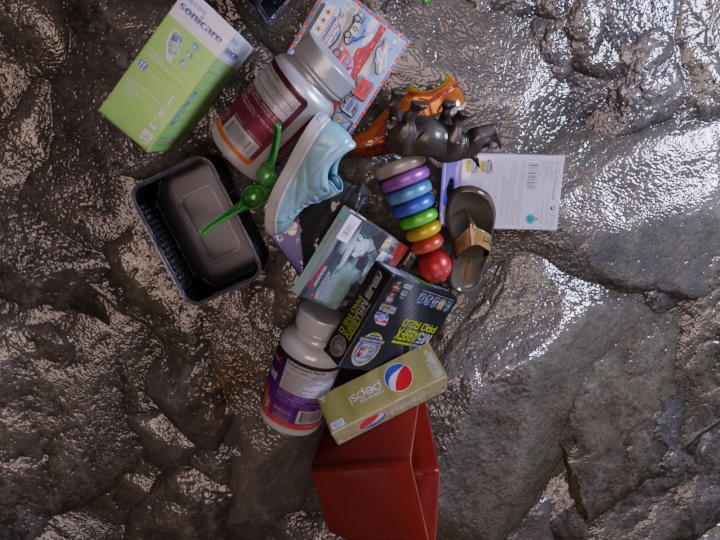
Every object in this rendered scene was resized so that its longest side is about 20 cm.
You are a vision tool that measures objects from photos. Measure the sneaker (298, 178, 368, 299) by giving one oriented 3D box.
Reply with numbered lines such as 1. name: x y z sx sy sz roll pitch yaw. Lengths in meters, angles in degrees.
1. sneaker: -0.060 -0.052 0.851 0.090 0.076 0.202 27 103 10

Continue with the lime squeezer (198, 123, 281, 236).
1. lime squeezer: -0.152 -0.124 0.770 0.070 0.038 0.200 13 128 -48

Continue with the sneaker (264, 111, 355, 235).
1. sneaker: -0.072 -0.117 0.778 0.081 0.074 0.201 34 124 3

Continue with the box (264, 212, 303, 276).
1. box: -0.050 -0.024 0.904 0.120 0.032 0.201 -35 104 6

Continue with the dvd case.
1. dvd case: 0.000 0.000 0.849 0.199 0.022 0.147 25 100 -51

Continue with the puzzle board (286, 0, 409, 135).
1. puzzle board: -0.039 -0.310 0.843 0.150 0.017 0.201 33 100 -10

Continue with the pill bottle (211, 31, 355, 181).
1. pill bottle: -0.111 -0.235 0.792 0.199 0.114 0.114 -39 102 17

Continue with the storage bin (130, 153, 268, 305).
1. storage bin: -0.243 -0.066 0.854 0.134 0.094 0.202 -24 104 3

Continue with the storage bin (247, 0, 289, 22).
1. storage bin: -0.098 -0.452 0.734 0.094 0.135 0.200 43 98 -11

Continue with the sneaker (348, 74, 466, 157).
1. sneaker: 0.064 -0.234 0.848 0.198 0.073 0.078 -26 87 -3

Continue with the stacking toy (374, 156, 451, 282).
1. stacking toy: 0.092 -0.077 0.858 0.084 0.085 0.203 -20 97 2

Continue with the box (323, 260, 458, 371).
1. box: 0.054 0.083 0.867 0.199 0.044 0.162 20 104 -50

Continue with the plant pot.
1. plant pot: 0.027 0.332 0.913 0.173 0.200 0.203 -8 110 14

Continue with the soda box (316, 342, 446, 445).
1. soda box: 0.036 0.194 0.861 0.198 0.064 0.068 -24 148 -6

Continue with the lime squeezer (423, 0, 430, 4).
1. lime squeezer: 0.082 -0.502 0.791 0.070 0.038 0.202 -19 105 35

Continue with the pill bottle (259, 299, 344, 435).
1. pill bottle: -0.088 0.155 0.894 0.110 0.112 0.202 18 108 -7

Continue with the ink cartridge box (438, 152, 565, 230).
1. ink cartridge box: 0.223 -0.128 0.886 0.196 0.042 0.121 0 105 -5

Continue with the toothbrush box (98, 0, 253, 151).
1. toothbrush box: -0.253 -0.273 0.776 0.086 0.146 0.200 40 100 -10

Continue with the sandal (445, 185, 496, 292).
1. sandal: 0.172 -0.039 0.868 0.080 0.055 0.202 0 125 -2

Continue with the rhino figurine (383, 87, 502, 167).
1. rhino figurine: 0.123 -0.198 0.796 0.197 0.060 0.088 5 127 -23
